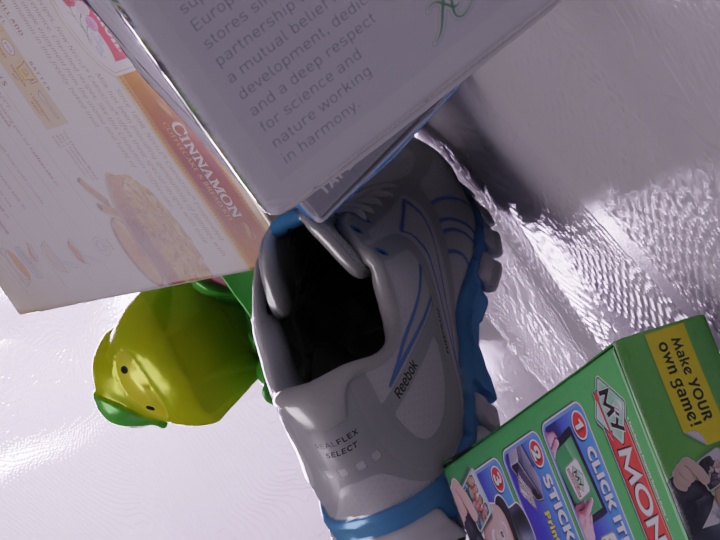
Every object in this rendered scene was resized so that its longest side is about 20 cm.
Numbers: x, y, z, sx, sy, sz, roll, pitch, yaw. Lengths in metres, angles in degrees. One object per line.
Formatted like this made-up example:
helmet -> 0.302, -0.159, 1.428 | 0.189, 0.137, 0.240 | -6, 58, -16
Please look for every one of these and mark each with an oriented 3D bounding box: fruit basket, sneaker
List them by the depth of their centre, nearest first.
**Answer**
sneaker -> 0.000, 0.000, 0.699 | 0.087, 0.075, 0.200 | 55, -164, -33
fruit basket -> -0.077, 0.032, 1.296 | 0.216, 0.215, 0.156 | 54, 177, -14

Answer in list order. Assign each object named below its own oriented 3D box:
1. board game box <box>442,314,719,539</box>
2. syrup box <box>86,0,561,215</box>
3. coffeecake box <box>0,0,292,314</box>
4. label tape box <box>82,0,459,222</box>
board game box -> 0.087, 0.126, 0.558 | 0.201, 0.029, 0.135 | 70, 158, 11
syrup box -> -0.046, -0.113, 0.383 | 0.079, 0.081, 0.200 | 46, 172, 51
coffeecake box -> -0.105, -0.072, 0.860 | 0.199, 0.073, 0.154 | -10, 119, 50
label tape box -> -0.070, -0.112, 0.660 | 0.200, 0.066, 0.143 | 47, 179, -13
